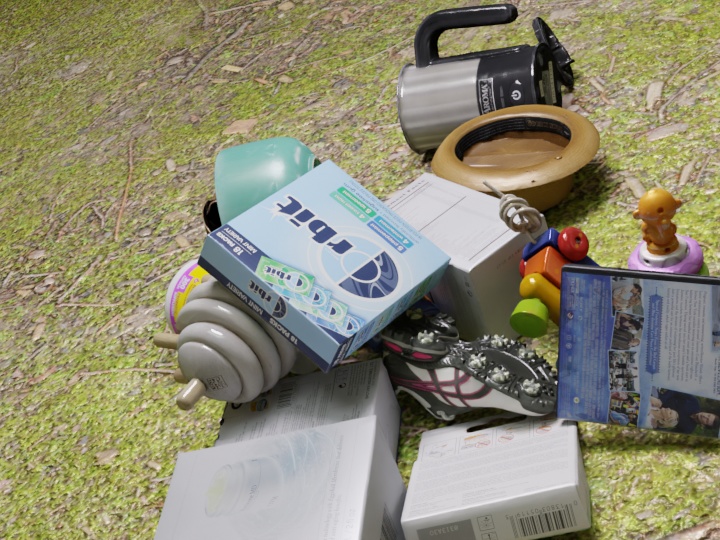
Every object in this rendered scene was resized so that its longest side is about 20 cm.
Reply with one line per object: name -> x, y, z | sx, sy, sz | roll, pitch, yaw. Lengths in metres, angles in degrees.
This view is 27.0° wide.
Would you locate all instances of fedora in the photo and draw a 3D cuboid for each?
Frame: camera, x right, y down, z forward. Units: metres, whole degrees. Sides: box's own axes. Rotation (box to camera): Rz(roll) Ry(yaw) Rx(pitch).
fedora -> 0.185, -0.119, 1.761 | 0.198, 0.082, 0.201 | -10, 33, 7

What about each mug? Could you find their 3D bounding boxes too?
mug -> -0.095, -0.068, 1.798 | 0.113, 0.152, 0.187 | -12, 69, 11

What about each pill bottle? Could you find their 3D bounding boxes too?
pill bottle -> -0.121, 0.054, 1.651 | 0.104, 0.105, 0.199 | -39, 35, -29

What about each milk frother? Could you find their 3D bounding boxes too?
milk frother -> 0.169, -0.243, 1.940 | 0.186, 0.183, 0.200 | -4, -9, 25

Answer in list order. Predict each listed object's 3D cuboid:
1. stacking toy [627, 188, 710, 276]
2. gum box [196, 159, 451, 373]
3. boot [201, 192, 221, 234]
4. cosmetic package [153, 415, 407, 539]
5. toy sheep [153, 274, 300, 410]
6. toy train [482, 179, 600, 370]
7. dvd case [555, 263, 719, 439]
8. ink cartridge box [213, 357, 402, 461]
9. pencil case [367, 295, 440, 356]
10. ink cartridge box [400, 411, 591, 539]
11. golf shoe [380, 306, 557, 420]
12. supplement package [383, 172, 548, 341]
stacking toy -> 0.283, 0.010, 1.380 | 0.115, 0.201, 0.110 | -15, 31, 6
gum box -> -0.032, -0.010, 1.467 | 0.170, 0.045, 0.200 | 39, 43, 15
boot -> -0.168, -0.072, 1.908 | 0.073, 0.076, 0.201 | -20, 30, 5
cosmetic package -> -0.069, 0.248, 1.301 | 0.198, 0.124, 0.200 | -13, 31, 15
toy sheep -> -0.124, 0.065, 1.477 | 0.137, 0.139, 0.201 | 4, 47, 36
toy train -> 0.174, 0.014, 1.465 | 0.085, 0.199, 0.116 | -38, 18, 51
dvd case -> 0.272, 0.073, 1.335 | 0.198, 0.144, 0.018 | 5, 9, 26
ink cartridge box -> -0.066, 0.169, 1.463 | 0.198, 0.077, 0.137 | -12, 29, 13
pencil case -> 0.000, 0.000, 1.579 | 0.087, 0.078, 0.201 | -44, 68, 21
ink cartridge box -> 0.126, 0.188, 1.369 | 0.159, 0.051, 0.200 | -14, 13, 12
golf shoe -> 0.109, 0.106, 1.463 | 0.199, 0.089, 0.077 | 22, 34, 32
supplement package -> 0.106, -0.012, 1.611 | 0.113, 0.110, 0.199 | -35, 34, -22
